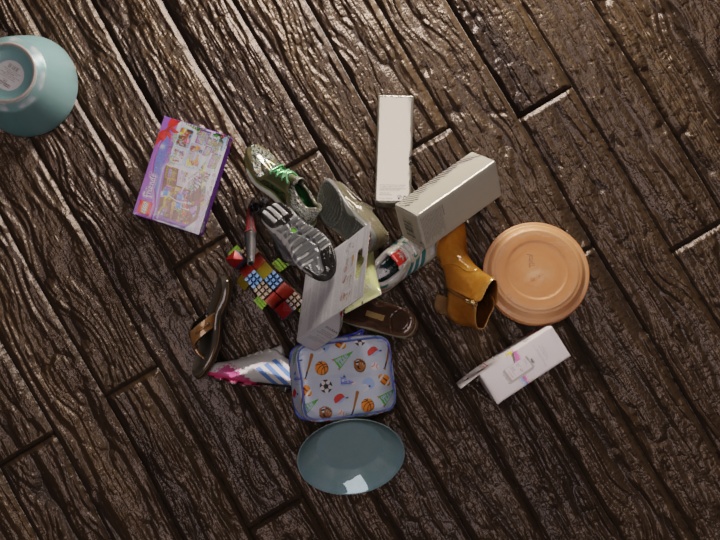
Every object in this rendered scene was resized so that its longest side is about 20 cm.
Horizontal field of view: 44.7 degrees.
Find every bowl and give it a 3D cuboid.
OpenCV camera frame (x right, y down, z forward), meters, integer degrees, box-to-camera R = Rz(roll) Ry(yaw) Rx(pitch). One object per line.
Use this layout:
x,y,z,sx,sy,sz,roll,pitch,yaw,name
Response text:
-0.657,-0.367,1.676,0.199,0.105,0.202,0,86,2,bowl

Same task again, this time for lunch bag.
-0.030,0.195,1.624,0.199,0.076,0.161,-5,81,-20,lunch bag

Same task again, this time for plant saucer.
-0.019,0.335,1.622,0.199,0.039,0.202,-4,126,-5,plant saucer
0.329,0.003,1.639,0.199,0.032,0.202,-1,71,3,plant saucer

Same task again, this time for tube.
0.000,0.000,1.600,0.052,0.201,0.058,11,125,-11,tube

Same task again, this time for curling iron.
-0.199,-0.077,1.617,0.025,0.201,0.050,29,124,-21,curling iron

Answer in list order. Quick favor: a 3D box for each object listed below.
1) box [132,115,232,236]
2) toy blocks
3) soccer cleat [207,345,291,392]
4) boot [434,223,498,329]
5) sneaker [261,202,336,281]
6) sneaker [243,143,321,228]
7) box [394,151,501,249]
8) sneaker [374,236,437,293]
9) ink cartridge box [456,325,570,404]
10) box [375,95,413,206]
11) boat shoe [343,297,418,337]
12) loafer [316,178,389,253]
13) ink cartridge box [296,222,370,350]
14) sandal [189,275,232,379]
-0.342,-0.182,1.690,0.136,0.039,0.201,18,88,2,box
-0.173,0.020,1.627,0.100,0.137,0.200,-43,87,-1,toy blocks
-0.189,0.181,1.660,0.199,0.070,0.087,8,79,-4,soccer cleat
0.202,0.001,1.610,0.070,0.144,0.203,4,95,-33,boot
-0.103,-0.031,1.608,0.075,0.116,0.200,-32,58,-16,sneaker
-0.137,-0.168,1.649,0.200,0.089,0.077,50,49,-2,sneaker
0.164,-0.131,1.612,0.200,0.068,0.083,-34,130,-22,box
0.089,-0.029,1.643,0.199,0.093,0.070,-40,87,0,sneaker
0.278,0.183,1.616,0.199,0.116,0.068,-33,86,1,ink cartridge box
0.064,-0.223,1.652,0.068,0.082,0.202,2,89,2,box
0.019,0.081,1.652,0.202,0.075,0.075,26,86,26,boat shoe
-0.015,-0.100,1.640,0.200,0.069,0.075,53,127,35,loafer
-0.034,0.031,1.548,0.057,0.200,0.163,30,48,-30,ink cartridge box
-0.291,0.102,1.649,0.054,0.082,0.201,17,85,-27,sandal
